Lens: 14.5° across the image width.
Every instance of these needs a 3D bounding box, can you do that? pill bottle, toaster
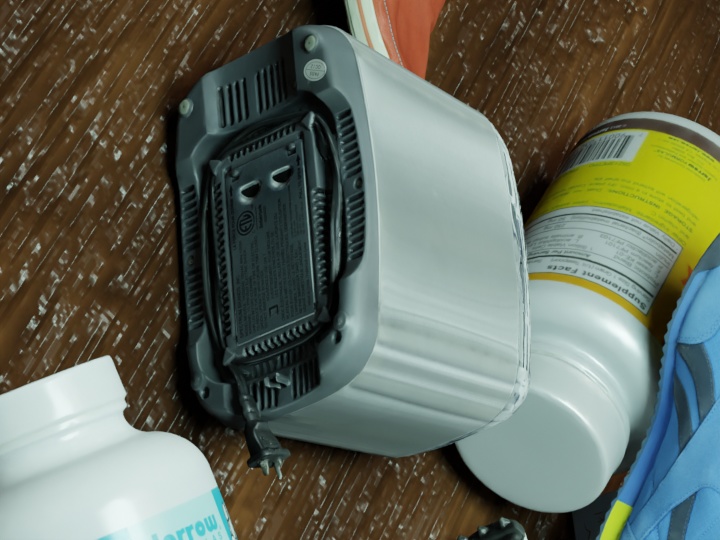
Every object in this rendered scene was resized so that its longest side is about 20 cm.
[{"bbox_3d":[0.116,0.021,1.346,0.109,0.109,0.200,52,44,-18],"label":"pill bottle"},{"bbox_3d":[-0.091,0.138,1.073,0.110,0.110,0.201,-21,89,-49],"label":"pill bottle"},{"bbox_3d":[0.000,0.000,1.229,0.129,0.113,0.201,18,58,-44],"label":"toaster"}]

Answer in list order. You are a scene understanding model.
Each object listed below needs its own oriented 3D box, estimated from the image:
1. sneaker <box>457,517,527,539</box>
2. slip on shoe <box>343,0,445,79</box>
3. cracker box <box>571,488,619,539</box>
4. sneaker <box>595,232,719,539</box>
[{"bbox_3d":[0.044,0.199,1.225,0.091,0.066,0.200,53,41,-13],"label":"sneaker"},{"bbox_3d":[0.026,-0.157,1.349,0.074,0.061,0.201,67,24,-58],"label":"slip on shoe"},{"bbox_3d":[0.195,0.150,1.306,0.057,0.199,0.135,11,66,-45],"label":"cracker box"},{"bbox_3d":[0.168,0.074,1.263,0.066,0.078,0.201,2,109,-51],"label":"sneaker"}]
